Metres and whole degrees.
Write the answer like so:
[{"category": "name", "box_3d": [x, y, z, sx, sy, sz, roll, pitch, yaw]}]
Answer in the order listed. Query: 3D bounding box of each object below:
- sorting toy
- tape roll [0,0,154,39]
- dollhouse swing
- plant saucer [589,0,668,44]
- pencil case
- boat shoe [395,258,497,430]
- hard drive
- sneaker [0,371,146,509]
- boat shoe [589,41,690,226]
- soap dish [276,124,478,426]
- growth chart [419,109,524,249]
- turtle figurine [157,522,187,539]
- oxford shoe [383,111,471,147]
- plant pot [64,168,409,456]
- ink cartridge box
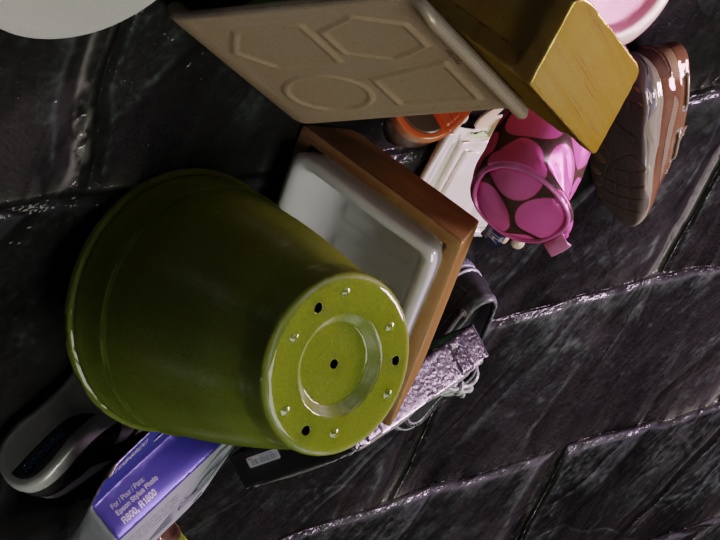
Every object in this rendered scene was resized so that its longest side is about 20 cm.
[{"category": "sorting toy", "box_3d": [-0.005, -0.148, 1.465, 0.185, 0.200, 0.037, 37, 60, -58]}, {"category": "tape roll", "box_3d": [-0.163, -0.230, 1.304, 0.203, 0.037, 0.203, -29, 147, -21]}, {"category": "dollhouse swing", "box_3d": [0.117, -0.226, 1.465, 0.176, 0.200, 0.182, -51, 148, 2]}, {"category": "plant saucer", "box_3d": [0.177, -0.240, 1.588, 0.200, 0.051, 0.201, -23, 126, -35]}, {"category": "pencil case", "box_3d": [0.152, -0.106, 1.664, 0.091, 0.094, 0.200, -34, -159, 48]}, {"category": "boat shoe", "box_3d": [0.074, 0.081, 1.922, 0.074, 0.068, 0.199, -10, 138, -40]}, {"category": "hard drive", "box_3d": [0.001, 0.114, 1.807, 0.140, 0.038, 0.200, -23, -174, 42]}, {"category": "sneaker", "box_3d": [-0.183, 0.107, 1.686, 0.200, 0.073, 0.112, -37, 155, 4]}, {"category": "boat shoe", "box_3d": [0.250, -0.116, 1.864, 0.072, 0.076, 0.200, -29, 149, -23]}, {"category": "soap dish", "box_3d": [0.000, 0.000, 1.669, 0.081, 0.157, 0.200, -34, 153, -44]}, {"category": "growth chart", "box_3d": [0.114, -0.078, 1.815, 0.200, 0.018, 0.145, 4, 127, -49]}, {"category": "turtle figurine", "box_3d": [-0.228, 0.279, 1.848, 0.161, 0.064, 0.200, -26, 138, -37]}, {"category": "oxford shoe", "box_3d": [0.091, -0.166, 1.654, 0.200, 0.071, 0.073, -37, -178, -19]}, {"category": "plant pot", "box_3d": [-0.072, 0.043, 1.527, 0.200, 0.193, 0.201, -13, 111, -38]}, {"category": "ink cartridge box", "box_3d": [-0.159, 0.170, 1.705, 0.200, 0.041, 0.200, -43, 170, -43]}]
